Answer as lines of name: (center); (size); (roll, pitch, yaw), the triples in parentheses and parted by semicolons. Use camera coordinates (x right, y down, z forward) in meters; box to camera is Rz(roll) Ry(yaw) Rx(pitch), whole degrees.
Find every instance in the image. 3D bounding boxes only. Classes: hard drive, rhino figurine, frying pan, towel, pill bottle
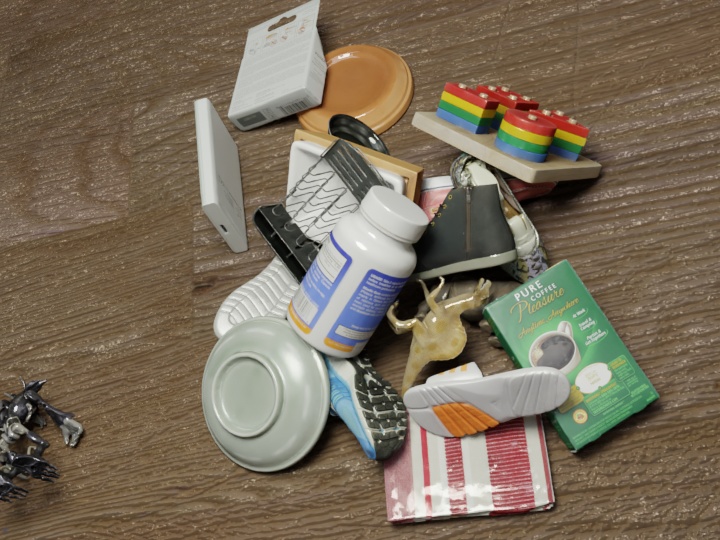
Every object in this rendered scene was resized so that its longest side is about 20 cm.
hard drive: (-0.211, -0.143, 1.262); (0.026, 0.132, 0.200); (-16, 58, 7)
rhino figurine: (0.176, 0.049, 1.083); (0.200, 0.060, 0.088); (7, 55, 16)
frying pan: (0.024, -0.164, 1.260); (0.190, 0.031, 0.115); (42, 35, -5)
towel: (0.126, 0.229, 1.017); (0.199, 0.023, 0.144); (-8, 57, 9)
pill bottle: (0.000, 0.000, 1.032); (0.112, 0.112, 0.200); (46, 115, 32)

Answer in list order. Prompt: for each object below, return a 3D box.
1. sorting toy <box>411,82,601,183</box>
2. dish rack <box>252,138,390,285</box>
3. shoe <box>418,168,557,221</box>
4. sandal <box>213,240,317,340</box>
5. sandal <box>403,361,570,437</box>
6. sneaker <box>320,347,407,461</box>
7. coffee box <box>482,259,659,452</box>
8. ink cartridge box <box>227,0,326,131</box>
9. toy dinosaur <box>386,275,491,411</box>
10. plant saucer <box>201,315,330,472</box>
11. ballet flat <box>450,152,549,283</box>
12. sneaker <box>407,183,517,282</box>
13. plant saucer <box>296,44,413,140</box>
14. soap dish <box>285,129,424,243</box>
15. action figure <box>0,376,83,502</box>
sorting toy: (0.210, -0.193, 1.132); (0.199, 0.200, 0.070); (33, 117, 32)
dish rack: (-0.042, -0.072, 1.121); (0.154, 0.200, 0.055); (51, 41, 3)
shoe: (0.178, -0.087, 1.162); (0.200, 0.071, 0.091); (-6, 75, 5)
sandal: (-0.124, 0.039, 1.185); (0.082, 0.050, 0.203); (36, 62, 15)
sandal: (0.154, 0.145, 1.000); (0.206, 0.079, 0.059); (-15, 24, 26)
sneaker: (-0.010, 0.167, 1.064); (0.090, 0.078, 0.200); (-56, 42, 24)
coffee box: (0.250, 0.101, 1.007); (0.123, 0.044, 0.200); (-32, 77, -4)
ink cartridge box: (-0.129, -0.339, 1.378); (0.162, 0.057, 0.200); (-13, 51, 31)
toy dinosaur: (0.079, 0.079, 1.037); (0.101, 0.058, 0.200); (38, 102, 13)
plant saucer: (-0.134, 0.157, 1.066); (0.200, 0.050, 0.201); (-3, 84, 28)
ballet flat: (0.182, -0.070, 1.088); (0.072, 0.072, 0.201); (-32, 82, -4)
sneaker: (0.098, -0.047, 1.078); (0.200, 0.075, 0.107); (-11, 93, 24)
plant saucer: (-0.014, -0.295, 1.352); (0.200, 0.037, 0.201); (-7, 59, 12)
soap dish: (-0.008, -0.101, 1.171); (0.200, 0.158, 0.081); (23, 34, 25)
action figure: (-0.454, 0.230, 1.138); (0.119, 0.102, 0.200); (-37, 31, 2)
